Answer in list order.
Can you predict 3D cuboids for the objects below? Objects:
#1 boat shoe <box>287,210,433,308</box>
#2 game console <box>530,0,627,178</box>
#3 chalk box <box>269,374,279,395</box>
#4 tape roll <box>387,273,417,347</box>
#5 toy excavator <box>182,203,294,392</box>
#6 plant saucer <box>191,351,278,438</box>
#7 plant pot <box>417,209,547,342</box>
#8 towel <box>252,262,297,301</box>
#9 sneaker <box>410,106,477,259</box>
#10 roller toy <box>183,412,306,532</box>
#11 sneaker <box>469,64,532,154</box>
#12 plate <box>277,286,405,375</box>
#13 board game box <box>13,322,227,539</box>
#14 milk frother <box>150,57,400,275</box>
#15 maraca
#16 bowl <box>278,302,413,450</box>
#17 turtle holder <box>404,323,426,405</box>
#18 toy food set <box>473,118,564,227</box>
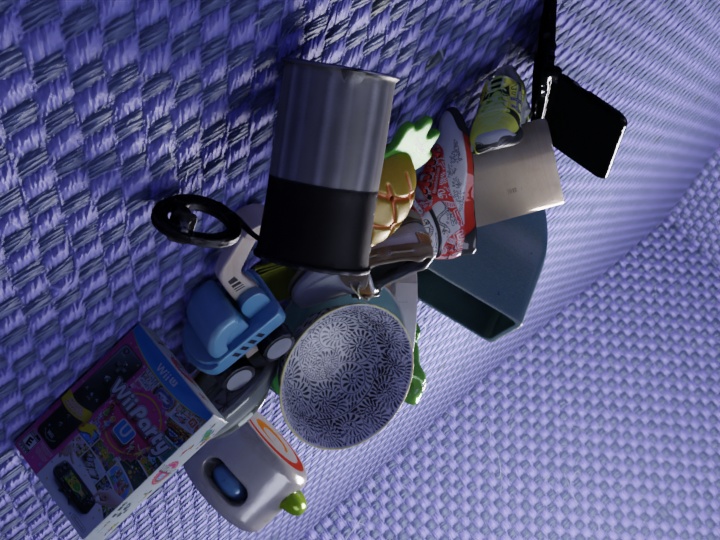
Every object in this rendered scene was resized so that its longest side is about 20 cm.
[{"bbox_3d":[0.000,0.000,1.411,0.198,0.069,0.075,-30,152,8],"label":"boat shoe"},{"bbox_3d":[0.294,-0.244,1.501,0.200,0.114,0.179,79,15,-72],"label":"game console"},{"bbox_3d":[-0.036,0.156,1.636,0.124,0.199,0.125,-46,-157,9],"label":"chalk box"},{"bbox_3d":[0.055,0.051,1.695,0.036,0.206,0.204,2,152,-7],"label":"tape roll"},{"bbox_3d":[-0.147,0.031,1.310,0.194,0.100,0.200,-39,150,1],"label":"toy excavator"},{"bbox_3d":[-0.175,0.166,1.453,0.198,0.050,0.201,-33,-159,14],"label":"plant saucer"},{"bbox_3d":[0.196,-0.031,1.783,0.202,0.194,0.196,-60,-179,-15],"label":"plant pot"},{"bbox_3d":[-0.050,0.002,1.458,0.197,0.018,0.087,-15,145,-19],"label":"towel"},{"bbox_3d":[0.096,-0.112,1.491,0.106,0.205,0.067,-9,-164,-10],"label":"sneaker"},{"bbox_3d":[-0.188,0.310,1.740,0.140,0.200,0.183,-43,129,1],"label":"roller toy"},{"bbox_3d":[0.177,-0.211,1.456,0.074,0.078,0.201,-11,-159,19],"label":"sneaker"},{"bbox_3d":[-0.030,0.099,1.534,0.199,0.201,0.026,-40,-158,-12],"label":"plate"},{"bbox_3d":[-0.275,0.185,1.267,0.200,0.148,0.064,-43,162,-4],"label":"board game box"},{"bbox_3d":[-0.083,-0.107,1.056,0.197,0.180,0.192,4,98,-32],"label":"milk frother"},{"bbox_3d":[0.020,-0.105,1.338,0.200,0.107,0.137,-46,162,2],"label":"maraca"},{"bbox_3d":[-0.035,0.125,1.464,0.197,0.094,0.205,-11,113,-26],"label":"bowl"},{"bbox_3d":[0.034,0.144,1.897,0.183,0.143,0.131,15,150,-28],"label":"turtle holder"},{"bbox_3d":[0.213,-0.140,1.597,0.141,0.061,0.201,-14,150,10],"label":"toy food set"}]
